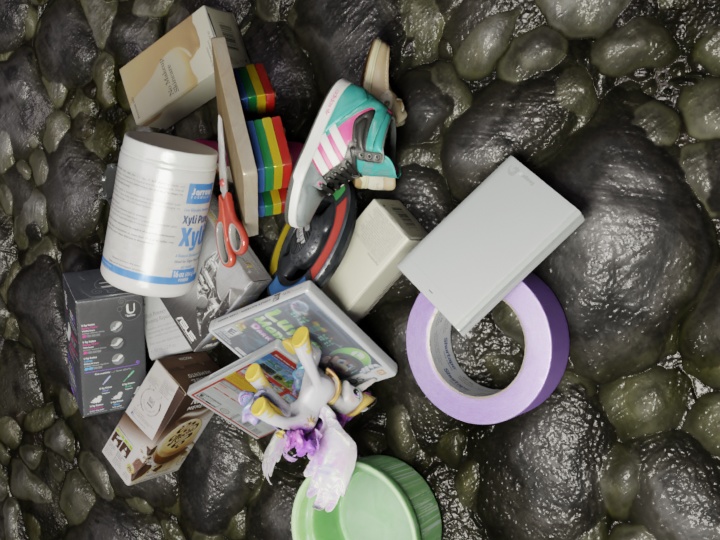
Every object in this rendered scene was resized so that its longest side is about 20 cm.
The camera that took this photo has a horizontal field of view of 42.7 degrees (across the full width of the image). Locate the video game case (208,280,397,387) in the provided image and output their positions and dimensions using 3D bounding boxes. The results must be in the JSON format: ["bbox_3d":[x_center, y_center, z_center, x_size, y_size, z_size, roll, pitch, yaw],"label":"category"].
[{"bbox_3d":[-0.078,0.106,1.260,0.181,0.200,0.023,-22,38,31],"label":"video game case"}]

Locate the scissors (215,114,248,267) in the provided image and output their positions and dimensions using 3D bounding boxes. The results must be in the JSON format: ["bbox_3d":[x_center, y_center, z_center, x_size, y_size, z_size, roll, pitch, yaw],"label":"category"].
[{"bbox_3d":[-0.189,-0.105,1.253,0.073,0.014,0.201,-25,76,53],"label":"scissors"}]

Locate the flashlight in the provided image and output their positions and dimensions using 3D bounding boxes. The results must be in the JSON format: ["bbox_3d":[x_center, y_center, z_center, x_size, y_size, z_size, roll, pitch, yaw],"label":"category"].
[{"bbox_3d":[-0.296,-0.130,1.367,0.068,0.200,0.068,40,111,26],"label":"flashlight"}]

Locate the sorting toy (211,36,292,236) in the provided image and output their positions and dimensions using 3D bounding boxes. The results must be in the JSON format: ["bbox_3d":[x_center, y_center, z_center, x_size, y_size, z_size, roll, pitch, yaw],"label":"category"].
[{"bbox_3d":[-0.142,-0.177,1.230,0.069,0.200,0.200,-12,71,-10],"label":"sorting toy"}]

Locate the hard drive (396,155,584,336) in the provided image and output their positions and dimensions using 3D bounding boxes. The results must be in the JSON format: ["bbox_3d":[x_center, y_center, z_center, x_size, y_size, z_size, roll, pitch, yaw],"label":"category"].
[{"bbox_3d":[0.155,-0.033,1.122,0.200,0.026,0.132,-44,53,1],"label":"hard drive"}]

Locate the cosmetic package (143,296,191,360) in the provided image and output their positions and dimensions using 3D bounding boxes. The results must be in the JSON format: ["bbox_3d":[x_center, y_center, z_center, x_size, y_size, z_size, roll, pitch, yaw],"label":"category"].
[{"bbox_3d":[-0.295,0.030,1.450,0.101,0.074,0.201,-18,84,32],"label":"cosmetic package"}]

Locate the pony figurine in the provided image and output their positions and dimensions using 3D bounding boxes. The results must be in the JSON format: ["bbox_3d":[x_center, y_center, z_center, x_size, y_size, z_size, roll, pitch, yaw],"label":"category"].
[{"bbox_3d":[-0.070,0.188,1.192,0.166,0.200,0.194,16,70,44],"label":"pony figurine"}]

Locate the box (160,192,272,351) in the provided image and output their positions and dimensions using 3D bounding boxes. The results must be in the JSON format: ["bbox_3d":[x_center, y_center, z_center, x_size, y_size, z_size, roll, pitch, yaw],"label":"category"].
[{"bbox_3d":[-0.235,-0.009,1.336,0.158,0.048,0.200,-47,68,29],"label":"box"}]

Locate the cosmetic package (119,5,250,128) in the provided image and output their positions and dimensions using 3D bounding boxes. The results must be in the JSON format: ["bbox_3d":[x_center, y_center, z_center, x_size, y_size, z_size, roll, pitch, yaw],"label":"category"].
[{"bbox_3d":[-0.272,-0.309,1.419,0.199,0.071,0.106,-27,78,31],"label":"cosmetic package"}]

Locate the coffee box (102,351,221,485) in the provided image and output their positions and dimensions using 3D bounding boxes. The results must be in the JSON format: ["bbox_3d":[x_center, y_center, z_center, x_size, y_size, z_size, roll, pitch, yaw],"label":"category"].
[{"bbox_3d":[-0.301,0.229,1.439,0.080,0.113,0.200,44,114,23],"label":"coffee box"}]

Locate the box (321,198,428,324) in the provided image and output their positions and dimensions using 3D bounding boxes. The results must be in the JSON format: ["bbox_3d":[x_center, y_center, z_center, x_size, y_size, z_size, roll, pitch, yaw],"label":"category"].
[{"bbox_3d":[0.000,0.000,1.260,0.200,0.068,0.082,-48,67,25],"label":"box"}]

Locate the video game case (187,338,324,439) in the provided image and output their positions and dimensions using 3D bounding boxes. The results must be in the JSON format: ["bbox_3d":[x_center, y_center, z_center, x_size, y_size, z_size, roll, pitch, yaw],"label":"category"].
[{"bbox_3d":[-0.134,0.174,1.317,0.199,0.143,0.018,-28,35,35],"label":"video game case"}]

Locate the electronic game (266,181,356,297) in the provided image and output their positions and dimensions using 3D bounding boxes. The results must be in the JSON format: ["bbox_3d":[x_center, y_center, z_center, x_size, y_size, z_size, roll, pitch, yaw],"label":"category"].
[{"bbox_3d":[-0.070,-0.040,1.265,0.200,0.041,0.201,-42,32,35],"label":"electronic game"}]

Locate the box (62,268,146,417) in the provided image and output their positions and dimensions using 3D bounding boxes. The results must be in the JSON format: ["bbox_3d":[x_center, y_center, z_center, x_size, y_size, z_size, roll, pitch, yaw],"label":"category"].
[{"bbox_3d":[-0.404,0.110,1.455,0.122,0.105,0.201,40,132,55],"label":"box"}]

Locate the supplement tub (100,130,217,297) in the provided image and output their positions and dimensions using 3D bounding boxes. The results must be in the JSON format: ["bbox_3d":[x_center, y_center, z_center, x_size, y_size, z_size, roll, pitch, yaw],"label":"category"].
[{"bbox_3d":[-0.273,-0.076,1.248,0.131,0.132,0.201,23,107,30],"label":"supplement tub"}]

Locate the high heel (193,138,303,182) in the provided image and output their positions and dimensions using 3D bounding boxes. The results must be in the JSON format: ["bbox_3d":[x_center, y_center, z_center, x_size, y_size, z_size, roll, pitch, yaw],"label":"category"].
[{"bbox_3d":[-0.172,-0.180,1.379,0.200,0.067,0.096,28,78,41],"label":"high heel"}]

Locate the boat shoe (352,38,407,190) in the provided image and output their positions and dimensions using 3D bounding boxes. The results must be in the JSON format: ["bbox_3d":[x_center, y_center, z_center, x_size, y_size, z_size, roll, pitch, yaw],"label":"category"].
[{"bbox_3d":[0.029,-0.209,1.240,0.064,0.072,0.201,5,91,-4],"label":"boat shoe"}]

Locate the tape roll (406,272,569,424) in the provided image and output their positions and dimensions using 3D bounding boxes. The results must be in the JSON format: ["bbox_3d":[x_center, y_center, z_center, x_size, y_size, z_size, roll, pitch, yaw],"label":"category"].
[{"bbox_3d":[0.159,0.089,1.163,0.199,0.066,0.202,1,92,33],"label":"tape roll"}]

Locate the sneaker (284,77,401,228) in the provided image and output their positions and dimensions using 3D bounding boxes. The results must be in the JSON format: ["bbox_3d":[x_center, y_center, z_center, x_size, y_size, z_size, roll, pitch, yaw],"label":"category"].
[{"bbox_3d":[-0.011,-0.131,1.177,0.120,0.084,0.201,25,98,13],"label":"sneaker"}]

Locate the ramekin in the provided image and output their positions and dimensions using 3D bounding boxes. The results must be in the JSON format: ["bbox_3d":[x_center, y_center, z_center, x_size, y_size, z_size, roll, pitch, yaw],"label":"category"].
[{"bbox_3d":[0.013,0.348,1.249,0.199,0.097,0.201,2,93,33],"label":"ramekin"}]
